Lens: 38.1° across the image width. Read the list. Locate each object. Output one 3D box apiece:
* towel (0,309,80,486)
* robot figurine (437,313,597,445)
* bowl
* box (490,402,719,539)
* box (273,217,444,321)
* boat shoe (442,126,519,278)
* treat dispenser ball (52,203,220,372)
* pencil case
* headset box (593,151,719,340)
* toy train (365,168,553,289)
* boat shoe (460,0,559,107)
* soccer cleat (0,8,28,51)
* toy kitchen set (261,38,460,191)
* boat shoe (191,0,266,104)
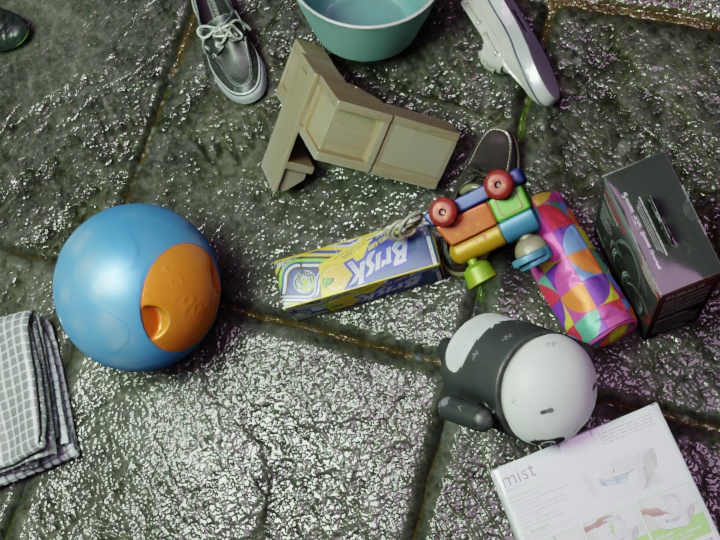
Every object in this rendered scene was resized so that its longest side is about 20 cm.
[{"bbox_3d":[-0.459,0.165,1.309,0.164,0.086,0.202,-19,70,5],"label":"towel"},{"bbox_3d":[0.170,0.119,1.151,0.199,0.124,0.151,16,77,57],"label":"robot figurine"},{"bbox_3d":[0.007,-0.352,1.361,0.198,0.105,0.203,0,58,0],"label":"bowl"},{"bbox_3d":[0.265,0.266,1.132,0.198,0.097,0.178,-24,69,3],"label":"box"},{"bbox_3d":[0.000,0.000,1.282,0.198,0.070,0.065,-17,72,5],"label":"box"},{"bbox_3d":[0.150,-0.090,1.285,0.072,0.065,0.202,13,76,14],"label":"boat shoe"},{"bbox_3d":[-0.268,0.020,1.257,0.199,0.201,0.203,-3,72,10],"label":"treat dispenser ball"},{"bbox_3d":[0.245,0.001,1.231,0.088,0.088,0.201,-27,67,1],"label":"pencil case"},{"bbox_3d":[0.327,-0.026,1.159,0.077,0.200,0.150,-22,70,3],"label":"headset box"},{"bbox_3d":[0.116,-0.028,1.207,0.199,0.085,0.117,-26,85,15],"label":"toy train"},{"bbox_3d":[0.188,-0.286,1.348,0.070,0.071,0.201,-35,71,28],"label":"boat shoe"},{"bbox_3d":[-0.575,-0.364,1.503,0.198,0.081,0.068,14,75,15],"label":"soccer cleat"},{"bbox_3d":[-0.014,-0.167,1.350,0.164,0.179,0.200,-65,30,25],"label":"toy kitchen set"},{"bbox_3d":[-0.185,-0.322,1.421,0.073,0.068,0.201,-19,70,4],"label":"boat shoe"}]
